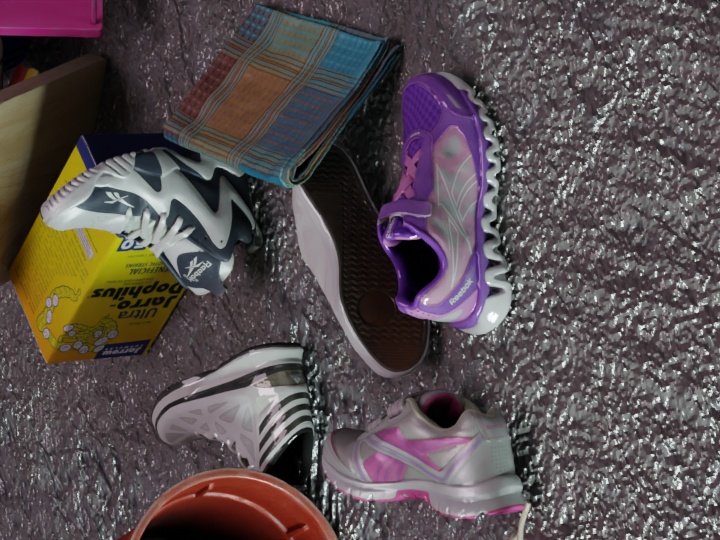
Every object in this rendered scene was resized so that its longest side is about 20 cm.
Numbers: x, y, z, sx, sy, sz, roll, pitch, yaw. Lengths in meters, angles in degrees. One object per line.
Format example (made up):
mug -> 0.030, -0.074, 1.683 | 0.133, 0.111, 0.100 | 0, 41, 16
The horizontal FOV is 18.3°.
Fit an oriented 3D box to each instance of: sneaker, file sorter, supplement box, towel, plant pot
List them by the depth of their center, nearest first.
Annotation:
sneaker -> 0.052, -0.050, 1.654 | 0.080, 0.088, 0.200 | -17, 78, 55
sneaker -> 0.049, 0.131, 1.691 | 0.200, 0.081, 0.088 | 4, 95, 46
sneaker -> 0.000, 0.000, 1.764 | 0.085, 0.073, 0.200 | 108, 144, -66
towel -> -0.069, -0.145, 1.802 | 0.147, 0.022, 0.200 | -54, 38, -10
sneaker -> -0.164, -0.032, 1.871 | 0.079, 0.199, 0.130 | -32, 79, 44
plant pot -> -0.140, 0.280, 1.878 | 0.195, 0.201, 0.201 | -28, 71, 60
sneaker -> -0.109, 0.144, 1.904 | 0.200, 0.076, 0.115 | -31, 66, 48
file sorter -> -0.298, -0.327, 1.993 | 0.125, 0.139, 0.200 | 102, 167, -61
supplement box -> -0.222, -0.020, 2.017 | 0.200, 0.109, 0.110 | -55, 51, 42

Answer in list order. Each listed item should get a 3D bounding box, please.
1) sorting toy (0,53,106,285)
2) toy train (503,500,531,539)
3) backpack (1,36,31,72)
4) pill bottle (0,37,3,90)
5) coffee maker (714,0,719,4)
sorting toy -> -0.329, -0.096, 2.075 | 0.070, 0.200, 0.199 | 21, 114, 16
toy train -> 0.092, 0.245, 1.643 | 0.116, 0.085, 0.200 | -147, 60, -63
backpack -> -0.411, -0.257, 2.211 | 0.168, 0.162, 0.200 | 46, 130, 16
pill bottle -> -0.394, -0.177, 2.097 | 0.116, 0.116, 0.200 | 49, 145, 40
coffee maker -> 0.168, -0.282, 1.434 | 0.200, 0.135, 0.192 | 26, 114, 51
